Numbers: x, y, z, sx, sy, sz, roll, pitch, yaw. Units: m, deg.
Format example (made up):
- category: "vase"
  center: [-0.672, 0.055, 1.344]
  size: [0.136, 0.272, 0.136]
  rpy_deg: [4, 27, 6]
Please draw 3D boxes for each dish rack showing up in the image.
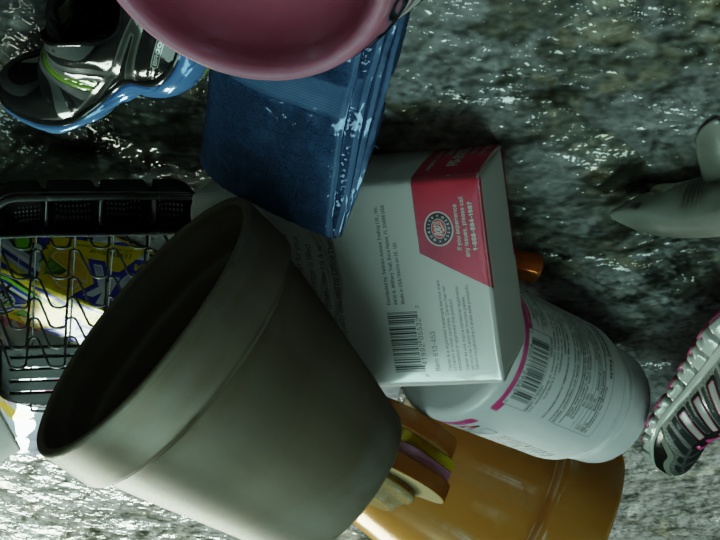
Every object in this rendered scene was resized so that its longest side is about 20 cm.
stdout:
- category: "dish rack"
  center: [-0.191, 0.024, 1.202]
  size: [0.153, 0.055, 0.200]
  rpy_deg: [-1, 120, -16]

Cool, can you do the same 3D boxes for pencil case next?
- category: "pencil case"
  center: [-0.263, 0.078, 1.380]
  size: [0.083, 0.091, 0.200]
  rpy_deg: [42, 150, 10]

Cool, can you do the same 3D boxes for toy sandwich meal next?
- category: "toy sandwich meal"
  center: [-0.026, 0.113, 1.255]
  size: [0.205, 0.070, 0.205]
  rpy_deg: [28, 170, 6]

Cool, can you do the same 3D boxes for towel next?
- category: "towel"
  center: [-0.038, -0.113, 0.997]
  size: [0.111, 0.049, 0.200]
  rpy_deg: [24, 138, 8]

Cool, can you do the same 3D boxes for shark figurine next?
- category: "shark figurine"
  center: [0.259, -0.053, 1.063]
  size: [0.128, 0.090, 0.215]
  rpy_deg: [12, 151, -12]

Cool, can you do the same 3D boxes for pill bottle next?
- category: "pill bottle"
  center: [0.128, 0.080, 1.272]
  size: [0.113, 0.114, 0.200]
  rpy_deg: [-18, 151, 36]

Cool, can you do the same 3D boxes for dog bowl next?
- category: "dog bowl"
  center: [-0.052, -0.183, 0.848]
  size: [0.200, 0.074, 0.200]
  rpy_deg: [11, 133, 12]

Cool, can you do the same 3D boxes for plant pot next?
- category: "plant pot"
  center: [-0.074, 0.083, 1.055]
  size: [0.173, 0.200, 0.200]
  rpy_deg: [40, 139, -19]
- category: "plant pot"
  center: [0.098, 0.201, 1.442]
  size: [0.183, 0.200, 0.200]
  rpy_deg: [27, 147, -5]

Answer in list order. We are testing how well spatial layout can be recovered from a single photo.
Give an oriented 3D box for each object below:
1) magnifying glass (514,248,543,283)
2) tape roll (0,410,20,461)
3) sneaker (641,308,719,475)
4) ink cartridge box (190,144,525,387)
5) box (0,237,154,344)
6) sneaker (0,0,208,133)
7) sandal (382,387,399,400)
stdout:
- category: "magnifying glass"
  center: [0.035, -0.022, 1.220]
  size: [0.200, 0.022, 0.080]
  rpy_deg: [12, 149, -11]
- category: "tape roll"
  center: [-0.318, 0.057, 1.264]
  size: [0.037, 0.203, 0.203]
  rpy_deg: [-28, 151, -12]
- category: "sneaker"
  center: [0.282, 0.103, 1.280]
  size: [0.087, 0.074, 0.200]
  rpy_deg: [38, 137, 19]
- category: "ink cartridge box"
  center: [0.000, 0.000, 1.136]
  size: [0.200, 0.084, 0.145]
  rpy_deg: [-3, 107, 17]
- category: "box"
  center: [-0.208, 0.012, 1.275]
  size: [0.200, 0.070, 0.064]
  rpy_deg: [24, 145, -27]
- category: "sneaker"
  center: [-0.160, -0.137, 1.004]
  size: [0.083, 0.071, 0.199]
  rpy_deg: [44, 149, -26]
- category: "sandal"
  center: [-0.006, 0.070, 1.341]
  size: [0.079, 0.059, 0.207]
  rpy_deg: [-17, 160, -12]
